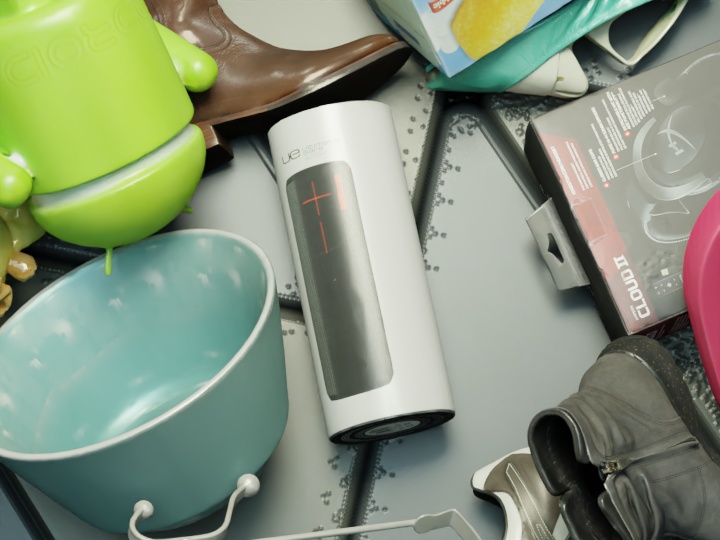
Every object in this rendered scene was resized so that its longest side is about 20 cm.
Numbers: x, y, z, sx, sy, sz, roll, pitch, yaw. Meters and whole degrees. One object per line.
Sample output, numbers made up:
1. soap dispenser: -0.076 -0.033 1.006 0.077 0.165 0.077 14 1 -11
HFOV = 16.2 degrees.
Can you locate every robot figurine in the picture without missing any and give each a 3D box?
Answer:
1. robot figurine: -0.165 -0.102 1.492 0.175 0.116 0.200 -37 112 -35

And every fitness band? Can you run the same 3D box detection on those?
1. fitness band: 0.268 0.022 1.503 0.144 0.037 0.200 -21 118 -3

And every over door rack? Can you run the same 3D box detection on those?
1. over door rack: -0.045 0.192 1.461 0.200 0.148 0.067 2 37 -14

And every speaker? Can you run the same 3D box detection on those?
1. speaker: 0.000 0.000 1.543 0.081 0.081 0.200 -11 78 -2

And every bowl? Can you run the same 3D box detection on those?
1. bowl: -0.121 0.078 1.486 0.201 0.201 0.105 -31 121 -6

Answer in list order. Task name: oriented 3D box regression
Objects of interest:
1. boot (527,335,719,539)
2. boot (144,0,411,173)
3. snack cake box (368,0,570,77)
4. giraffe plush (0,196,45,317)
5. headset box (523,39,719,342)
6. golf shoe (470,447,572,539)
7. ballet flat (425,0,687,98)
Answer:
1. boot: 0.173 0.146 1.466 0.070 0.132 0.200 -35 94 37
2. boot: -0.088 -0.178 1.594 0.186 0.064 0.200 -23 74 -2
3. snack cake box: 0.101 -0.216 1.568 0.200 0.067 0.115 -33 34 -6
4. giraffe plush: -0.279 -0.028 1.521 0.162 0.200 0.173 34 95 -20
5. headset box: 0.203 -0.049 1.552 0.200 0.077 0.149 -24 78 -4
6. golf shoe: 0.117 0.200 1.503 0.094 0.078 0.200 -10 67 2
7. ballet flat: 0.139 -0.150 1.584 0.200 0.067 0.070 -33 93 -4
